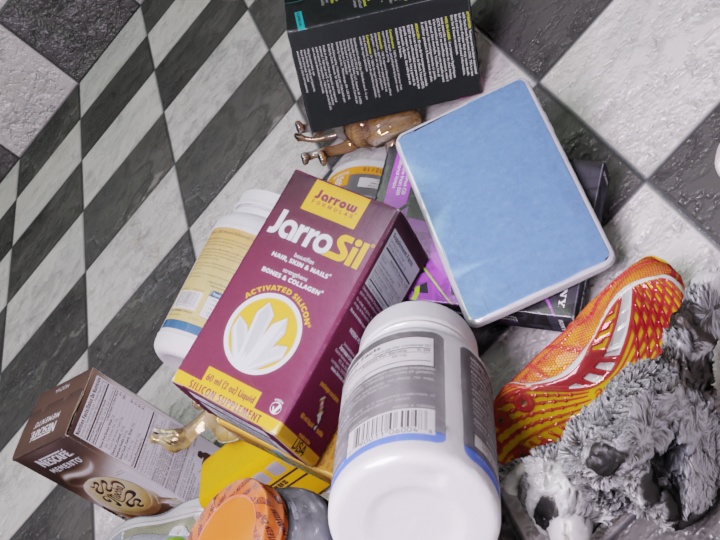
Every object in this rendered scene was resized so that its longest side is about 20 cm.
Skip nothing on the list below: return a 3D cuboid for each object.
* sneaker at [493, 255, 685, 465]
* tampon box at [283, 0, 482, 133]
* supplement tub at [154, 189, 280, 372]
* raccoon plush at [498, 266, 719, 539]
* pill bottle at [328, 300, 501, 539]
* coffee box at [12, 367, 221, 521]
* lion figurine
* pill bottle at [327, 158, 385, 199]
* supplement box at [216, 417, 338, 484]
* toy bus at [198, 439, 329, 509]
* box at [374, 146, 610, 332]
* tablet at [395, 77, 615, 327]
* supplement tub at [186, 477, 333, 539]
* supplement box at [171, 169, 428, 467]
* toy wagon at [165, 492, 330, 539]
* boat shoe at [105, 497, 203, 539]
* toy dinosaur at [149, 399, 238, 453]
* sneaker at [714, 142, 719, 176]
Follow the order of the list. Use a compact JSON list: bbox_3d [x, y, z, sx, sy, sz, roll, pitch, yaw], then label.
[{"bbox_3d":[0.167,0.074,0.834,0.200,0.073,0.077,-44,3,20],"label":"sneaker"},{"bbox_3d":[0.022,-0.263,1.253,0.196,0.128,0.151,-12,37,2],"label":"tampon box"},{"bbox_3d":[-0.118,0.030,1.214,0.144,0.144,0.202,-3,57,55],"label":"supplement tub"},{"bbox_3d":[0.182,0.102,0.763,0.201,0.097,0.133,-50,15,-27],"label":"raccoon plush"},{"bbox_3d":[0.039,0.112,0.791,0.113,0.114,0.201,-41,19,22],"label":"pill bottle"},{"bbox_3d":[-0.239,0.195,1.161,0.112,0.199,0.081,-25,39,42],"label":"coffee box"},{"bbox_3d":[-0.008,-0.170,1.339,0.121,0.074,0.200,-22,19,-12],"label":"lion figurine"},{"bbox_3d":[0.000,0.000,1.098,0.116,0.116,0.202,-24,40,43],"label":"pill bottle"},{"bbox_3d":[-0.020,0.142,0.928,0.198,0.067,0.069,23,75,29],"label":"supplement box"},{"bbox_3d":[-0.058,0.166,1.044,0.199,0.078,0.066,-38,32,27],"label":"toy bus"},{"bbox_3d":[0.100,-0.030,0.948,0.197,0.036,0.145,6,68,22],"label":"box"},{"bbox_3d":[0.115,-0.061,0.930,0.128,0.014,0.202,-24,59,7],"label":"tablet"},{"bbox_3d":[-0.024,0.234,0.790,0.122,0.199,0.124,-37,32,28],"label":"supplement tub"},{"bbox_3d":[-0.045,0.036,0.900,0.109,0.086,0.202,21,73,28],"label":"supplement box"},{"bbox_3d":[-0.099,0.230,0.942,0.153,0.040,0.199,-20,-3,33],"label":"toy wagon"},{"bbox_3d":[-0.202,0.291,1.137,0.200,0.074,0.065,-26,33,30],"label":"boat shoe"},{"bbox_3d":[-0.107,0.117,1.070,0.198,0.058,0.102,-27,37,20],"label":"toy dinosaur"},{"bbox_3d":[0.303,-0.063,0.744,0.104,0.075,0.201,-41,23,13],"label":"sneaker"}]
